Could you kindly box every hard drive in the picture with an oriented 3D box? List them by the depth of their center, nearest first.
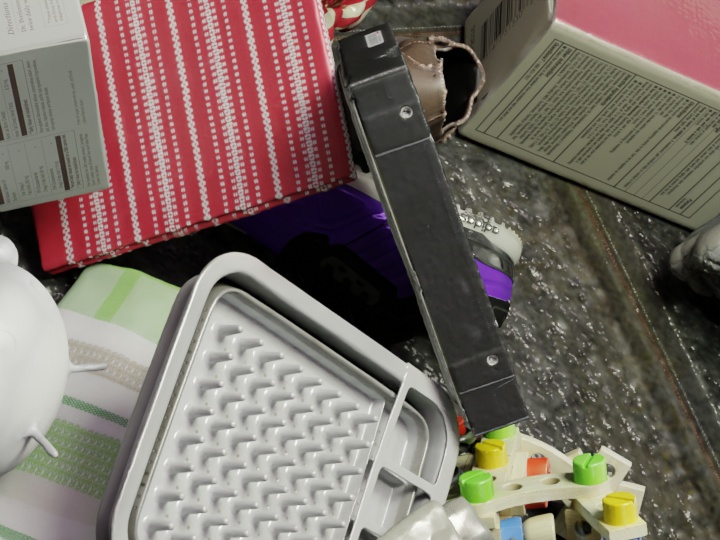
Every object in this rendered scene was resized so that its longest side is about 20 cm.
[{"bbox_3d":[0.036,-0.025,1.058,0.140,0.038,0.200,-100,169,-73],"label":"hard drive"}]

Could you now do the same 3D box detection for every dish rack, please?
[{"bbox_3d":[-0.042,0.103,0.966,0.200,0.043,0.172,37,63,-39],"label":"dish rack"}]

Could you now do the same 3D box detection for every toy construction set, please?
[{"bbox_3d":[0.099,0.126,1.095,0.200,0.131,0.092,-15,101,-78],"label":"toy construction set"}]

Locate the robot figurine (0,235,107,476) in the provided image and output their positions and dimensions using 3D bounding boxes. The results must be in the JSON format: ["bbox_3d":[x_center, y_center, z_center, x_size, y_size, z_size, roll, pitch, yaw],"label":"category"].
[{"bbox_3d":[-0.228,0.037,0.954,0.200,0.113,0.170,18,51,5],"label":"robot figurine"}]

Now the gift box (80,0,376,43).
[{"bbox_3d":[-0.088,-0.188,1.174,0.187,0.200,0.185,36,35,-1],"label":"gift box"}]

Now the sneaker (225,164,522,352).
[{"bbox_3d":[0.000,0.000,1.171,0.200,0.070,0.100,16,67,-14],"label":"sneaker"}]

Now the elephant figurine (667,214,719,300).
[{"bbox_3d":[0.303,0.043,1.302,0.200,0.155,0.141,58,15,1],"label":"elephant figurine"}]

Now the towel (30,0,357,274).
[{"bbox_3d":[-0.103,-0.089,1.078,0.022,0.200,0.145,10,66,-67],"label":"towel"}]

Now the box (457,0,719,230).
[{"bbox_3d":[0.182,-0.132,1.329,0.200,0.128,0.109,21,50,-19],"label":"box"}]

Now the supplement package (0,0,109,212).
[{"bbox_3d":[-0.244,-0.118,0.999,0.200,0.151,0.152,-13,65,-9],"label":"supplement package"}]

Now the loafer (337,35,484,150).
[{"bbox_3d":[0.044,-0.106,1.208,0.200,0.071,0.073,-40,124,-71],"label":"loafer"}]

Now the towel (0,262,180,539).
[{"bbox_3d":[-0.130,0.078,1.010,0.149,0.031,0.200,16,50,19],"label":"towel"}]

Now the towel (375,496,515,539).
[{"bbox_3d":[0.045,0.221,0.937,0.200,0.035,0.193,-32,82,-41],"label":"towel"}]
